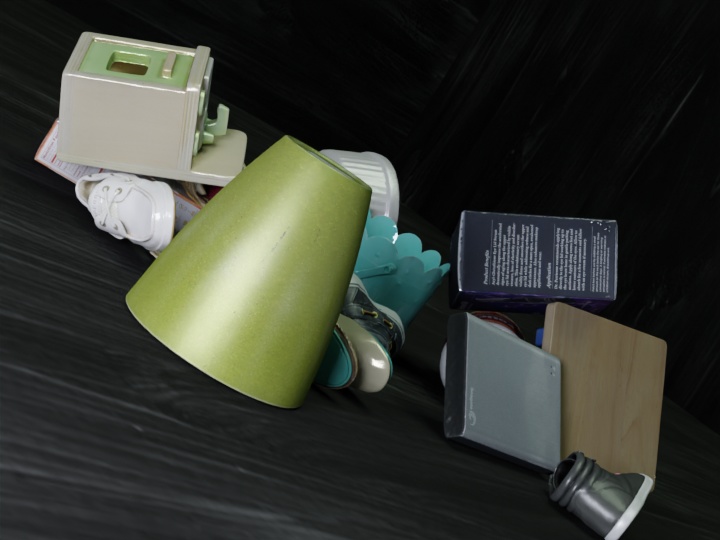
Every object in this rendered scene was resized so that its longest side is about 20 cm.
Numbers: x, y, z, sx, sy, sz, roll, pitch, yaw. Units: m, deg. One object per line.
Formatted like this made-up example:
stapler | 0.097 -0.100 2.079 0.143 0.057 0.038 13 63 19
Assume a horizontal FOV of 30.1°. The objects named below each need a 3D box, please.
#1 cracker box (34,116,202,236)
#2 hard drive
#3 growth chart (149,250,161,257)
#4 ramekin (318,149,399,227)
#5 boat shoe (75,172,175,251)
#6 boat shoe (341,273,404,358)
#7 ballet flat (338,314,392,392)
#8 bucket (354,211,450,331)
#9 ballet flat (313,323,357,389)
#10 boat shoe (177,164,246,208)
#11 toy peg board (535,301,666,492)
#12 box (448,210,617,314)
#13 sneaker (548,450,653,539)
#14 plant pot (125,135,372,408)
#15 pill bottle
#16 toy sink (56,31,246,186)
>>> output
cracker box | -0.280 -0.114 1.587 0.199 0.058 0.134 32 10 -13
hard drive | 0.164 0.143 1.526 0.033 0.140 0.200 -12 -25 37
growth chart | -0.163 0.011 1.415 0.144 0.018 0.200 29 8 -21
ramekin | -0.037 -0.079 1.899 0.094 0.203 0.202 13 16 -30
boat shoe | -0.246 -0.063 1.376 0.069 0.071 0.200 6 7 -29
boat shoe | 0.007 0.083 1.522 0.200 0.071 0.091 47 21 -59
ballet flat | -0.045 0.069 1.405 0.069 0.070 0.200 26 8 -42
bucket | 0.000 0.000 1.701 0.207 0.135 0.207 33 8 -5
ballet flat | -0.079 0.040 1.329 0.200 0.071 0.065 42 10 1
boat shoe | -0.166 -0.106 1.532 0.200 0.074 0.069 38 6 17
toy peg board | 0.279 0.167 1.707 0.198 0.201 0.098 19 -19 -31
box | 0.216 -0.006 1.706 0.199 0.105 0.148 3 -10 1
sneaker | 0.271 0.242 1.522 0.099 0.071 0.200 39 12 11
plant pot | -0.079 -0.012 1.201 0.187 0.201 0.187 32 7 -5
pill bottle | 0.158 0.116 1.705 0.114 0.114 0.200 33 7 2
toy sink | -0.219 -0.180 1.461 0.199 0.113 0.131 9 29 -5
